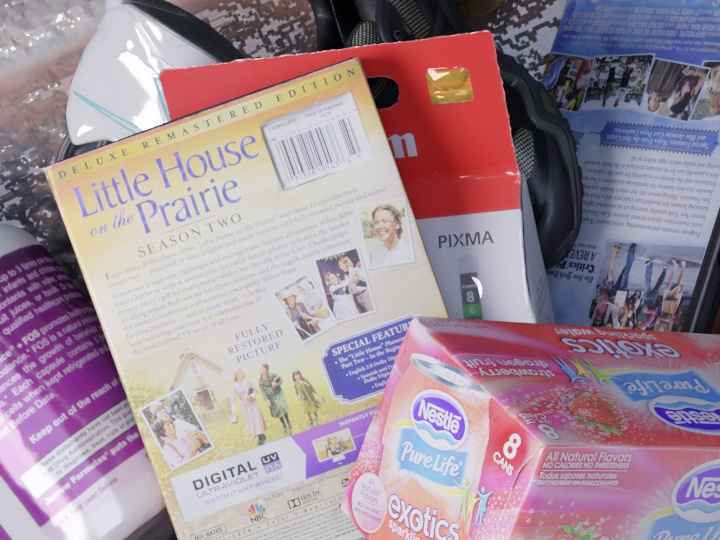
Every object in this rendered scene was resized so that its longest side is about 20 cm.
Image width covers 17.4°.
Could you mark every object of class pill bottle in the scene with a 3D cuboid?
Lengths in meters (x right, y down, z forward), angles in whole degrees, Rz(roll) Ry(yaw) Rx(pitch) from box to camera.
[{"bbox_3d":[-0.168,0.050,1.088,0.112,0.112,0.200,-39,84,-6],"label":"pill bottle"}]

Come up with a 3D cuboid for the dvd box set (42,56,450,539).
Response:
[{"bbox_3d":[-0.036,0.024,1.020,0.146,0.029,0.200,-20,94,-2],"label":"dvd box set"}]

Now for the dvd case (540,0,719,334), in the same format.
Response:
[{"bbox_3d":[0.130,-0.052,1.108,0.018,0.143,0.200,27,78,-42],"label":"dvd case"}]

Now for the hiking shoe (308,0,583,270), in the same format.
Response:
[{"bbox_3d":[0.023,-0.080,1.086,0.101,0.076,0.200,-20,74,-43],"label":"hiking shoe"}]

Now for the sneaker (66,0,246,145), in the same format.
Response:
[{"bbox_3d":[-0.048,-0.052,1.112,0.200,0.070,0.080,32,103,3],"label":"sneaker"}]

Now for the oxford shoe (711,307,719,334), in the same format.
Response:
[{"bbox_3d":[0.155,-0.005,1.123,0.071,0.071,0.200,14,80,3],"label":"oxford shoe"}]

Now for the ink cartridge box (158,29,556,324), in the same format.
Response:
[{"bbox_3d":[0.000,0.000,1.061,0.161,0.050,0.200,-6,119,15],"label":"ink cartridge box"}]

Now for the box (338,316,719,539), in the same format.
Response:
[{"bbox_3d":[0.108,0.087,0.971,0.200,0.103,0.095,5,117,-36],"label":"box"}]

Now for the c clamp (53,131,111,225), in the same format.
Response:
[{"bbox_3d":[-0.042,-0.045,1.151,0.200,0.027,0.171,29,86,2],"label":"c clamp"}]

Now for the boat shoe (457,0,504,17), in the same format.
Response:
[{"bbox_3d":[0.001,-0.201,1.159,0.200,0.072,0.065,33,46,9],"label":"boat shoe"}]
